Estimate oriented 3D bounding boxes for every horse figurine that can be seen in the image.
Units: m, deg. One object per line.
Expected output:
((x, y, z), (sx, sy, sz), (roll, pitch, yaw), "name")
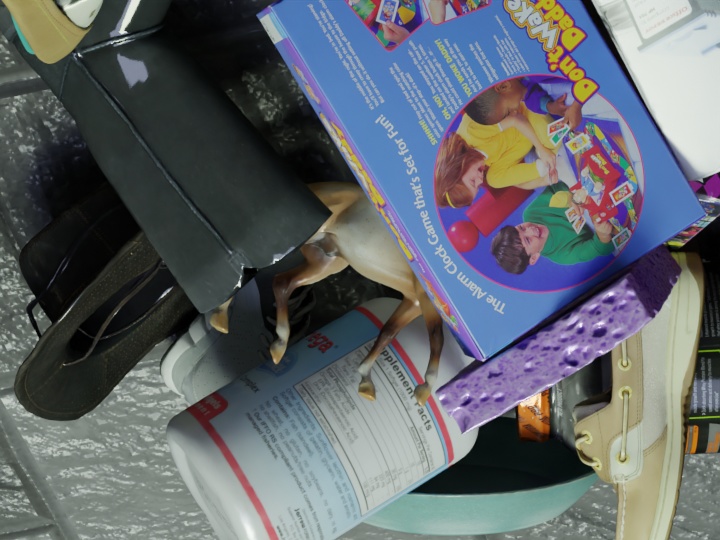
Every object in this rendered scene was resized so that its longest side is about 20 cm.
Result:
((0.000, 0.000, 1.268), (0.200, 0.133, 0.050), (18, 160, 25), "horse figurine")

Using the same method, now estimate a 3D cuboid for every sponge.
((0.108, 0.032, 1.178), (0.111, 0.200, 0.030), (-33, 88, 14), "sponge")

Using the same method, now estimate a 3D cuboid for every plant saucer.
((0.058, 0.131, 1.426), (0.199, 0.200, 0.036), (-1, 100, 0), "plant saucer")

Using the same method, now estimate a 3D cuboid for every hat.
((-0.155, 0.000, 1.349), (0.081, 0.200, 0.201), (44, 132, 14), "hat")

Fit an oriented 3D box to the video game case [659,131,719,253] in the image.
((0.102, -0.051, 1.255), (0.181, 0.036, 0.200), (12, 171, -1), "video game case")

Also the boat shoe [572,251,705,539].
((0.156, 0.086, 1.306), (0.066, 0.074, 0.201), (7, 91, 4), "boat shoe")

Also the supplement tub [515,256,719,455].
((0.194, 0.053, 1.392), (0.199, 0.123, 0.123), (-2, 136, 2), "supplement tub")

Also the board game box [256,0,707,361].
((0.059, -0.077, 1.100), (0.134, 0.045, 0.200), (-32, 97, -8), "board game box")

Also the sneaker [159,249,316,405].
((-0.042, 0.048, 1.382), (0.075, 0.116, 0.200), (-23, 160, -39), "sneaker")

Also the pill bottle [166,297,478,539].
((-0.004, 0.085, 1.309), (0.200, 0.109, 0.109), (-31, 136, -14), "pill bottle")

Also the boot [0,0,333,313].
((-0.084, -0.097, 1.205), (0.165, 0.066, 0.200), (-34, 90, 35), "boot")

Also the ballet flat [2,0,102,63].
((-0.151, -0.152, 1.091), (0.063, 0.069, 0.200), (-7, 165, 7), "ballet flat")

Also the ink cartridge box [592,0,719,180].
((0.154, -0.169, 1.117), (0.086, 0.147, 0.200), (-24, 117, 18), "ink cartridge box")
